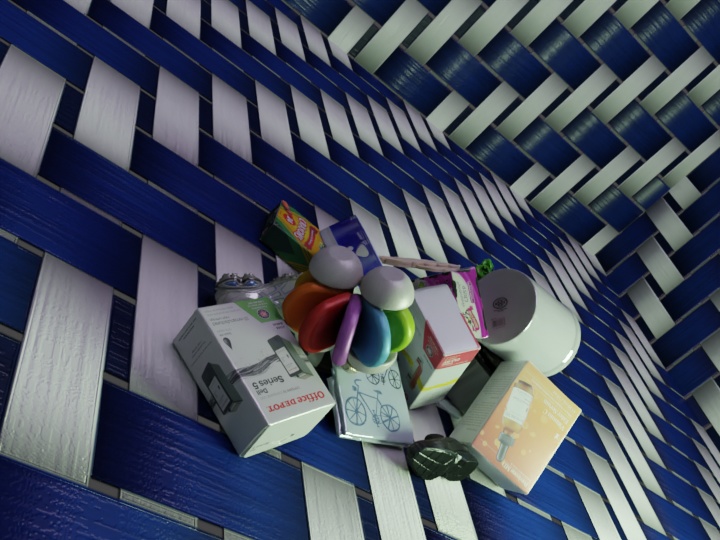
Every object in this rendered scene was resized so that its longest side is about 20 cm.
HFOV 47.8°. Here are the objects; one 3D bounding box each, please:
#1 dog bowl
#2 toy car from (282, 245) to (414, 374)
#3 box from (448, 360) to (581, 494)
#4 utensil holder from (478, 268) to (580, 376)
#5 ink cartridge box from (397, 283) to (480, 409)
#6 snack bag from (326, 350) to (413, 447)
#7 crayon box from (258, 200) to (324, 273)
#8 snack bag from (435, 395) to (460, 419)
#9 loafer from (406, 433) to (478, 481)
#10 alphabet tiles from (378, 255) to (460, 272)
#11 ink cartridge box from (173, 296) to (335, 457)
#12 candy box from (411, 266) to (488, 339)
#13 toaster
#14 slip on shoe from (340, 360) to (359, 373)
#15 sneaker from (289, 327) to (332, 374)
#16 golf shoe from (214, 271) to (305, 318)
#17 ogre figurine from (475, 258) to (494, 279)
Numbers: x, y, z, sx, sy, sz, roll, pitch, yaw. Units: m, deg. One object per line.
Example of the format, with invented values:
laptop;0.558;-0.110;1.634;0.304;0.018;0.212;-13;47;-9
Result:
dog bowl;0.000;0.000;1.519;0.201;0.079;0.200;64;0;0
toy car;-0.022;0.075;1.206;0.199;0.176;0.150;22;32;10
box;0.293;0.296;1.550;0.152;0.200;0.106;42;-18;-10
utensil holder;0.321;0.104;1.619;0.200;0.170;0.170;34;23;-46
ink cartridge box;0.123;0.145;1.510;0.083;0.200;0.146;-11;57;-27
snack bag;0.011;0.196;1.386;0.188;0.021;0.201;19;52;-46
crayon box;-0.105;-0.042;1.644;0.200;0.051;0.127;40;22;-16
snack bag;0.141;0.205;1.698;0.200;0.021;0.189;41;21;-12
loafer;0.131;0.320;1.421;0.200;0.073;0.072;33;16;-53
alphabet tiles;0.112;-0.016;1.680;0.195;0.015;0.199;12;6;44
ink cartridge box;-0.150;0.146;1.157;0.145;0.084;0.200;-8;56;-52
candy box;0.157;0.074;1.578;0.061;0.200;0.137;-10;87;-27
toaster;0.251;0.217;1.705;0.181;0.118;0.200;47;20;-17
slip on shoe;-0.018;0.070;1.352;0.076;0.060;0.201;19;50;-44
sneaker;-0.088;0.096;1.385;0.200;0.088;0.074;41;20;-15
golf shoe;-0.133;0.054;1.306;0.199;0.078;0.098;-2;79;-11
ogre figurine;0.212;0.044;1.729;0.098;0.120;0.201;44;39;-27
